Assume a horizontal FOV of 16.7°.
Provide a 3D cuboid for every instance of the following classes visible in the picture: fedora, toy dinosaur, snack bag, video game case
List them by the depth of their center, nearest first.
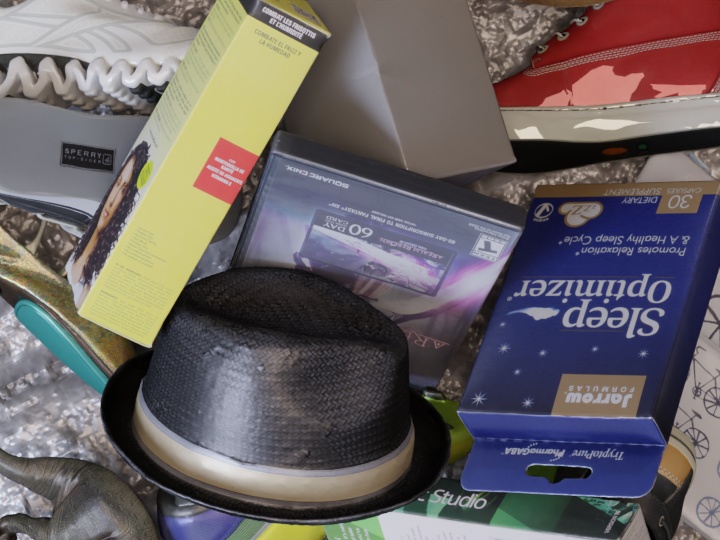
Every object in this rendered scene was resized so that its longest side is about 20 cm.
[{"bbox_3d":[-0.044,0.058,1.363,0.199,0.201,0.092,5,119,-4],"label":"fedora"},{"bbox_3d":[0.000,0.000,1.388,0.142,0.200,0.019,17,57,-5],"label":"video game case"},{"bbox_3d":[-0.151,0.165,1.431,0.102,0.077,0.201,-32,73,17],"label":"toy dinosaur"},{"bbox_3d":[0.207,0.046,1.445,0.188,0.021,0.201,37,67,-7],"label":"snack bag"}]

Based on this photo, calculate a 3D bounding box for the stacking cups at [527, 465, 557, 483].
[{"bbox_3d":[0.105,0.090,1.459,0.060,0.061,0.201,20,90,-5],"label":"stacking cups"}]

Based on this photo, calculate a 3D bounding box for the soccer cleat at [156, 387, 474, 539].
[{"bbox_3d":[-0.023,0.128,1.459,0.199,0.065,0.084,-17,120,-6],"label":"soccer cleat"}]

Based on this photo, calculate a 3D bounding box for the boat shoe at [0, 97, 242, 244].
[{"bbox_3d":[-0.160,-0.054,1.410,0.198,0.068,0.074,6,85,-41],"label":"boat shoe"}]

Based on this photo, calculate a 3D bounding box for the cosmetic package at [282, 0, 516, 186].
[{"bbox_3d":[0.003,-0.133,1.390,0.090,0.107,0.201,-16,87,-36],"label":"cosmetic package"}]

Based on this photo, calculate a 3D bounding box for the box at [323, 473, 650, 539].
[{"bbox_3d":[0.080,0.183,1.390,0.199,0.036,0.145,4,129,31],"label":"box"}]

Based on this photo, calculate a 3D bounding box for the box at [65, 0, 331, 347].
[{"bbox_3d":[-0.091,-0.063,1.336,0.050,0.075,0.201,27,102,-21],"label":"box"}]

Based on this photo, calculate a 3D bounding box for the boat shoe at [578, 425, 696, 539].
[{"bbox_3d":[0.143,0.157,1.405,0.074,0.200,0.062,24,57,7],"label":"boat shoe"}]

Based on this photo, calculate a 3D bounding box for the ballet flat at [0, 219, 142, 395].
[{"bbox_3d":[-0.191,0.000,1.433,0.200,0.071,0.071,38,90,-5],"label":"ballet flat"}]

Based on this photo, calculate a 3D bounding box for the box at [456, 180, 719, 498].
[{"bbox_3d":[0.130,0.035,1.372,0.120,0.032,0.201,0,53,30],"label":"box"}]

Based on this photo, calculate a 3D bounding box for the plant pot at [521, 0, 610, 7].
[{"bbox_3d":[0.115,-0.268,1.347,0.185,0.200,0.188,-1,76,4],"label":"plant pot"}]

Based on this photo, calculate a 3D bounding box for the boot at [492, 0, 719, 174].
[{"bbox_3d":[0.126,-0.138,1.451,0.198,0.072,0.145,-7,77,6],"label":"boot"}]

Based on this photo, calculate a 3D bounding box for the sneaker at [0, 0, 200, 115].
[{"bbox_3d":[-0.147,-0.131,1.408,0.198,0.075,0.082,0,78,14],"label":"sneaker"}]
